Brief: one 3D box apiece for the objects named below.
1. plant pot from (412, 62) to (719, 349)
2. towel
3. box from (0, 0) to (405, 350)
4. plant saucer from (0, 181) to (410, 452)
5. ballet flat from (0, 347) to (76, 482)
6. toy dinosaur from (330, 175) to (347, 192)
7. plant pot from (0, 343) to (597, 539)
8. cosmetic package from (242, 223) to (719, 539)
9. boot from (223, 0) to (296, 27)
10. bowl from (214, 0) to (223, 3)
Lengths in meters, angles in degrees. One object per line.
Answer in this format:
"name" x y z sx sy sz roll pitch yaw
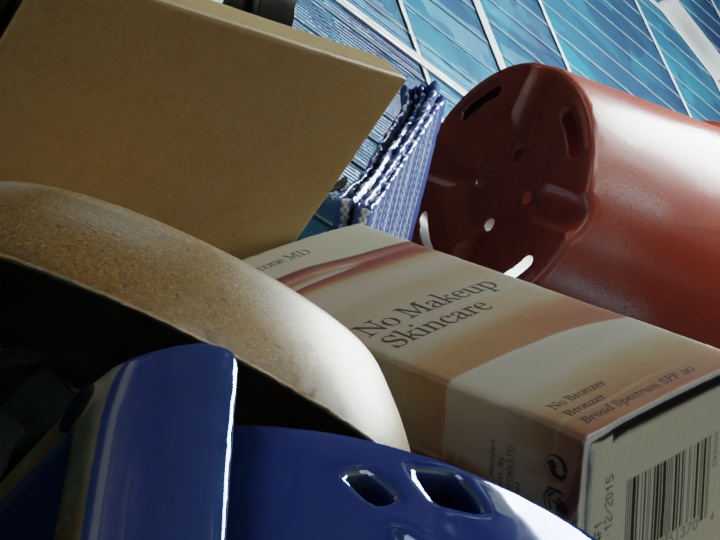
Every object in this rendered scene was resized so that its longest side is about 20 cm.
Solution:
"plant pot" 0.145 -0.020 1.245 0.195 0.201 0.201 22 36 -37
"towel" 0.000 0.000 1.008 0.024 0.145 0.200 15 23 7
"box" -0.090 -0.032 0.797 0.200 0.164 0.021 12 30 -51
"plant saucer" -0.067 0.019 0.710 0.199 0.036 0.200 23 -14 6
"ballet flat" -0.130 0.066 0.718 0.073 0.073 0.200 52 22 1
"toy dinosaur" -0.091 0.004 0.931 0.182 0.105 0.200 53 56 -28
"plant pot" -0.046 0.153 0.594 0.180 0.200 0.200 35 27 -20
"cosmetic package" 0.037 0.055 0.812 0.200 0.088 0.103 19 28 40
"boot" -0.128 -0.109 0.944 0.162 0.198 0.074 13 72 -15
"bowl" -0.141 -0.146 0.807 0.199 0.201 0.075 24 -8 -7
